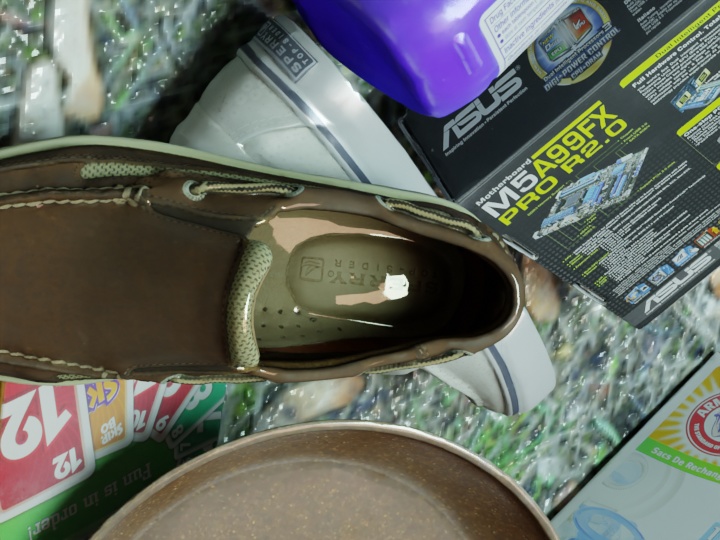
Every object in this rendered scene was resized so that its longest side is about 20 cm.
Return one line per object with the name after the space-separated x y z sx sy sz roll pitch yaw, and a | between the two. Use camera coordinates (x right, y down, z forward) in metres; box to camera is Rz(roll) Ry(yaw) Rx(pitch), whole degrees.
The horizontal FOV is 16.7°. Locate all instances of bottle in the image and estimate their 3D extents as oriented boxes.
0.066 -0.141 0.790 0.200 0.083 0.065 -46 138 -11 | bottle

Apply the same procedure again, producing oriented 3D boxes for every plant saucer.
-0.022 0.136 0.823 0.199 0.037 0.202 -7 113 -16 | plant saucer

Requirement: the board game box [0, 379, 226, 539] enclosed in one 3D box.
-0.095 0.097 0.816 0.095 0.030 0.201 -12 123 -42 | board game box

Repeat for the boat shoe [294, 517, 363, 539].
-0.027 0.156 0.892 0.062 0.071 0.201 -26 133 -31 | boat shoe

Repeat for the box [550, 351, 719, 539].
0.138 0.148 1.024 0.200 0.112 0.102 -42 136 -22 | box

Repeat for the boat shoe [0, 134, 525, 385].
-0.046 -0.001 0.719 0.201 0.075 0.075 -2 99 -19 | boat shoe

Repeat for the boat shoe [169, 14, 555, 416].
0.000 0.000 0.831 0.070 0.071 0.200 -42 138 -2 | boat shoe

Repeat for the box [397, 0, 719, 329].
0.133 -0.075 0.861 0.200 0.044 0.160 -40 147 14 | box
